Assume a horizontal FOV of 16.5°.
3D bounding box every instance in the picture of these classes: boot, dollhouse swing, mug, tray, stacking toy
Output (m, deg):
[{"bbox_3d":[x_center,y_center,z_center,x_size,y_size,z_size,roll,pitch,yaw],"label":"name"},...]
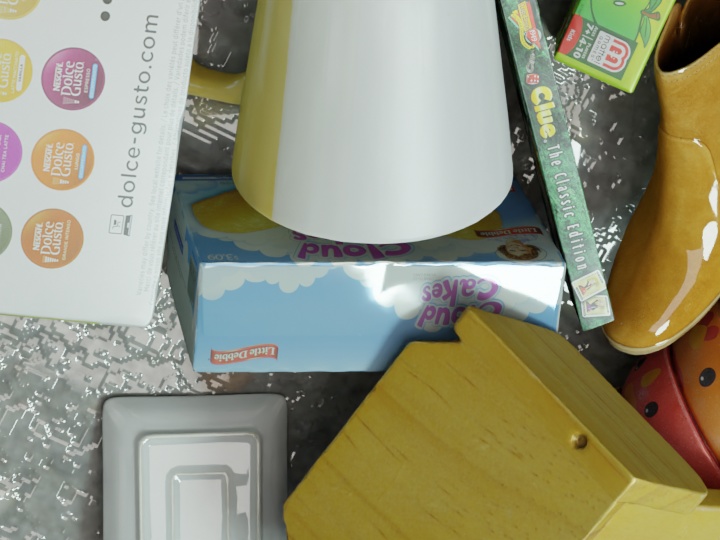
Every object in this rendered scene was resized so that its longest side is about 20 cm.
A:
[{"bbox_3d":[0.176,-0.066,1.348,0.202,0.071,0.144,-56,148,-13],"label":"boot"},{"bbox_3d":[0.094,0.139,1.359,0.182,0.176,0.200,46,115,21],"label":"dollhouse swing"},{"bbox_3d":[-0.010,-0.115,1.279,0.186,0.150,0.154,-2,123,-5],"label":"mug"},{"bbox_3d":[-0.092,0.172,1.413,0.107,0.022,0.201,-1,94,-13],"label":"tray"},{"bbox_3d":[0.175,0.105,1.432,0.199,0.146,0.146,-31,112,15],"label":"stacking toy"}]

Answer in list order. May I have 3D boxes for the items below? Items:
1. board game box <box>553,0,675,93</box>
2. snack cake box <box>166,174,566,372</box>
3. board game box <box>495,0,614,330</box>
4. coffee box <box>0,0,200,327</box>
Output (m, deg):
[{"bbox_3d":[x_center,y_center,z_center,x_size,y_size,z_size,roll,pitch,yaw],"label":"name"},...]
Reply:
[{"bbox_3d":[0.165,-0.200,1.326,0.047,0.102,0.201,24,102,0],"label":"board game box"},{"bbox_3d":[0.000,0.000,1.349,0.199,0.115,0.068,0,115,-13],"label":"snack cake box"},{"bbox_3d":[0.100,-0.078,1.345,0.023,0.105,0.201,-14,116,5],"label":"board game box"},{"bbox_3d":[-0.196,-0.102,1.232,0.197,0.200,0.201,6,106,-13],"label":"coffee box"}]
